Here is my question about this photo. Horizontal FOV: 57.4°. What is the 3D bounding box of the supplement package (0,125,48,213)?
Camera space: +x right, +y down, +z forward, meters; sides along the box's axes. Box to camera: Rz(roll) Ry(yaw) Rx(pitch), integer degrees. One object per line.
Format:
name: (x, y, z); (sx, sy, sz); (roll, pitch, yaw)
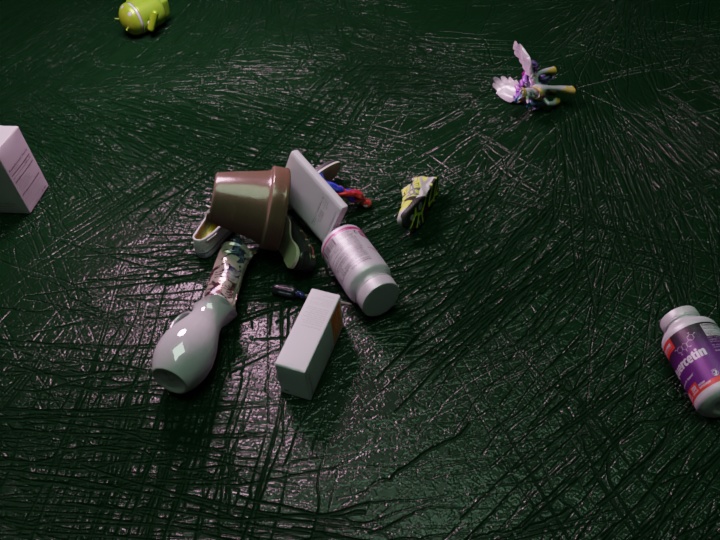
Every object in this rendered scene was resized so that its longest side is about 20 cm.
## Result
supplement package: (-0.950, -0.268, 1.754); (0.118, 0.203, 0.121); (2, 47, 8)

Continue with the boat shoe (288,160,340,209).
boat shoe: (-0.140, -0.241, 1.739); (0.199, 0.075, 0.066); (-42, 68, -17)

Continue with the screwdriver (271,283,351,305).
screwdriver: (-0.112, 0.063, 1.494); (0.196, 0.028, 0.030); (16, 81, 17)

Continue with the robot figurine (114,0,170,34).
robot figurine: (-0.795, -0.940, 2.405); (0.175, 0.117, 0.199); (41, 62, 20)

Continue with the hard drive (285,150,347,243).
hard drive: (-0.120, -0.176, 1.604); (0.026, 0.133, 0.201); (-24, 64, -41)

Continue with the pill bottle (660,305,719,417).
pill bottle: (0.657, 0.170, 1.263); (0.110, 0.114, 0.203); (-9, 47, -3)

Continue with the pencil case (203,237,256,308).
pencil case: (-0.304, 0.021, 1.513); (0.088, 0.078, 0.203); (-14, 43, 23)

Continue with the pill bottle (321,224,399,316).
pill bottle: (0.000, 0.000, 1.479); (0.111, 0.115, 0.201); (-23, 50, -15)

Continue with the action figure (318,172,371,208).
action figure: (-0.061, -0.206, 1.677); (0.196, 0.053, 0.065); (20, 6, -11)

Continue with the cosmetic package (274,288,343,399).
cosmetic package: (-0.102, 0.150, 1.362); (0.070, 0.103, 0.202); (12, 51, 15)

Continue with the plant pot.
plant pot: (-0.266, -0.159, 1.555); (0.170, 0.202, 0.203); (10, 46, -13)

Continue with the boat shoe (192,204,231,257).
boat shoe: (-0.362, -0.132, 1.652); (0.073, 0.087, 0.204); (17, 52, 20)

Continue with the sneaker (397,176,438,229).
sneaker: (0.133, -0.170, 1.658); (0.075, 0.077, 0.201); (11, 39, 25)

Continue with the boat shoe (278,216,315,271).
boat shoe: (-0.160, -0.065, 1.593); (0.062, 0.075, 0.203); (15, 28, -30)

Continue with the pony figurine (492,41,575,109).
pony figurine: (0.501, -0.552, 1.926); (0.196, 0.168, 0.195); (-10, 53, -25)

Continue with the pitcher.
pitcher: (-0.369, 0.156, 1.386); (0.169, 0.122, 0.202); (-14, 36, 34)
